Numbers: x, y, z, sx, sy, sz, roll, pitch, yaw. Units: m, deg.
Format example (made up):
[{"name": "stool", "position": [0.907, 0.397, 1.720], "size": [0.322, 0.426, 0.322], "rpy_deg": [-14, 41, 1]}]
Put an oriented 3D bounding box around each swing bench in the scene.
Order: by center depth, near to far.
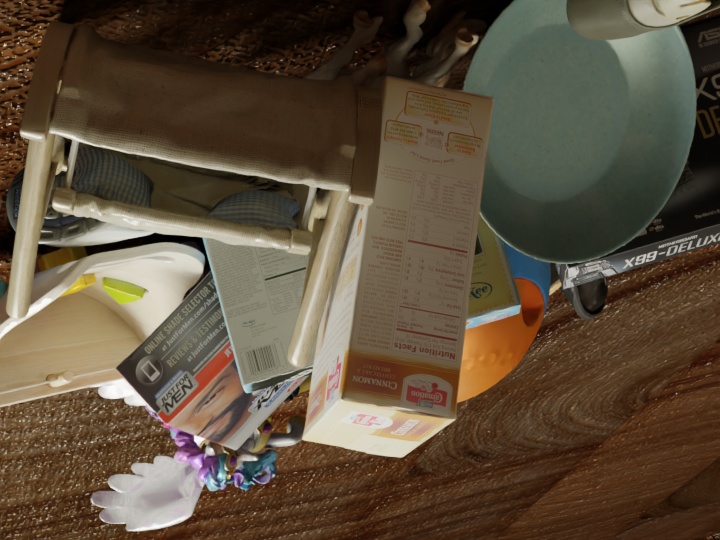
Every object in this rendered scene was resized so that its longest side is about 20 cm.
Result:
[{"name": "swing bench", "position": [-0.102, -0.058, 1.038], "size": [0.197, 0.131, 0.200], "rpy_deg": [12, 144, -8]}]

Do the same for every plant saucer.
[{"name": "plant saucer", "position": [0.143, -0.107, 1.186], "size": [0.200, 0.203, 0.039], "rpy_deg": [-6, -166, -28]}]

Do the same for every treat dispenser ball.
[{"name": "treat dispenser ball", "position": [0.045, 0.004, 1.302], "size": [0.199, 0.202, 0.201], "rpy_deg": [-15, 160, -6]}]

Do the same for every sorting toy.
[{"name": "sorting toy", "position": [-0.203, 0.024, 1.238], "size": [0.199, 0.108, 0.180], "rpy_deg": [-11, 169, -39]}]

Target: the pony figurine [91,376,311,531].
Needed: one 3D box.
[{"name": "pony figurine", "position": [-0.145, 0.144, 1.574], "size": [0.192, 0.168, 0.200], "rpy_deg": [-2, -166, 24]}]

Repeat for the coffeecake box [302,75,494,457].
[{"name": "coffeecake box", "position": [0.021, 0.003, 1.073], "size": [0.072, 0.202, 0.154], "rpy_deg": [10, 164, -8]}]

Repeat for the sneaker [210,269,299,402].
[{"name": "sneaker", "position": [-0.080, 0.053, 1.456], "size": [0.072, 0.113, 0.200], "rpy_deg": [-14, 159, -11]}]

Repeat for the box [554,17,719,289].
[{"name": "box", "position": [0.220, -0.090, 1.267], "size": [0.198, 0.159, 0.050], "rpy_deg": [-15, 160, -3]}]

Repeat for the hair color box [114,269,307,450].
[{"name": "hair color box", "position": [-0.100, 0.070, 1.305], "size": [0.111, 0.064, 0.200], "rpy_deg": [-45, 164, 0]}]

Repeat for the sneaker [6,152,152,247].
[{"name": "sneaker", "position": [-0.146, -0.059, 1.201], "size": [0.198, 0.075, 0.087], "rpy_deg": [-9, 171, -4]}]

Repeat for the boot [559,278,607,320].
[{"name": "boot", "position": [0.237, -0.044, 1.503], "size": [0.174, 0.069, 0.200], "rpy_deg": [-37, 155, 8]}]

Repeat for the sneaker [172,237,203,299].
[{"name": "sneaker", "position": [-0.156, 0.046, 1.426], "size": [0.073, 0.080, 0.200], "rpy_deg": [-16, 161, -9]}]

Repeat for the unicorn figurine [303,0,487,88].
[{"name": "unicorn figurine", "position": [-0.012, -0.119, 1.124], "size": [0.199, 0.074, 0.137], "rpy_deg": [1, 149, -34]}]

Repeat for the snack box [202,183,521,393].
[{"name": "snack box", "position": [0.000, 0.000, 1.182], "size": [0.198, 0.117, 0.037], "rpy_deg": [-16, 168, -2]}]

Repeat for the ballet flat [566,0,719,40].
[{"name": "ballet flat", "position": [0.231, -0.201, 1.114], "size": [0.199, 0.068, 0.064], "rpy_deg": [-22, -156, 2]}]

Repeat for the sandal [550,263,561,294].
[{"name": "sandal", "position": [0.087, 0.001, 1.426], "size": [0.211, 0.078, 0.070], "rpy_deg": [-24, 121, 40]}]
